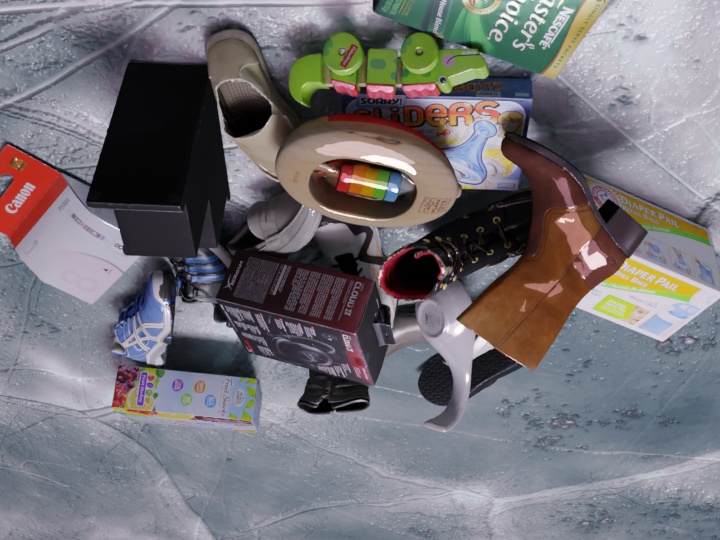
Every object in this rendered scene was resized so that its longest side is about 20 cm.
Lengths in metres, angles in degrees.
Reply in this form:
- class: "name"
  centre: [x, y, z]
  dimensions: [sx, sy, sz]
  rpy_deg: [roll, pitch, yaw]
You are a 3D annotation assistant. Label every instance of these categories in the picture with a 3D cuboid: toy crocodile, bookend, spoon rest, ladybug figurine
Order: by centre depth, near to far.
- class: "toy crocodile"
  centre: [0.027, -0.195, 0.945]
  dimensions: [0.198, 0.063, 0.067]
  rpy_deg: [2, 177, 9]
- class: "ladybug figurine"
  centre: [0.010, -0.109, 1.007]
  dimensions: [0.198, 0.072, 0.136]
  rpy_deg: [13, 141, -10]
- class: "bookend"
  centre: [-0.204, -0.078, 1.019]
  dimensions: [0.091, 0.200, 0.201]
  rpy_deg: [2, 142, 2]
- class: "spoon rest"
  centre: [0.112, 0.104, 1.252]
  dimensions: [0.060, 0.202, 0.099]
  rpy_deg: [-8, -168, -41]

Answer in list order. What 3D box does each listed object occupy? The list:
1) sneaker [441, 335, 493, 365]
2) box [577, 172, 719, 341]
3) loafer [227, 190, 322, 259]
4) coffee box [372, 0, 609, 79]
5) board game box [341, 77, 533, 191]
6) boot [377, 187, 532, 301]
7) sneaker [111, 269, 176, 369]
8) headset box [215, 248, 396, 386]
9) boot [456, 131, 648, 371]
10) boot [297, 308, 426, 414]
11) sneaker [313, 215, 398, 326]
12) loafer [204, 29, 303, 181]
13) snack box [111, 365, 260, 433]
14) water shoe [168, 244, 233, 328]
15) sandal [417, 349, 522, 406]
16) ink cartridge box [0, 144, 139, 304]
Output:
- class: "sneaker"
  centre: [0.190, 0.079, 1.275]
  dimensions: [0.084, 0.073, 0.200]
  rpy_deg: [27, 134, -22]
- class: "box"
  centre: [0.308, -0.014, 1.131]
  dimensions: [0.198, 0.102, 0.113]
  rpy_deg: [20, 138, -18]
- class: "loafer"
  centre: [-0.099, -0.055, 1.129]
  dimensions: [0.069, 0.071, 0.200]
  rpy_deg: [19, 146, -21]
- class: "coffee box"
  centre: [0.125, -0.263, 0.891]
  dimensions: [0.198, 0.044, 0.123]
  rpy_deg: [17, 139, -16]
- class: "board game box"
  centre: [0.079, -0.148, 1.040]
  dimensions: [0.198, 0.035, 0.136]
  rpy_deg: [1, 141, 3]
- class: "boot"
  centre: [0.124, -0.028, 1.076]
  dimensions: [0.199, 0.150, 0.074]
  rpy_deg: [-15, 99, 43]
- class: "sneaker"
  centre: [-0.292, 0.071, 1.301]
  dimensions: [0.076, 0.076, 0.201]
  rpy_deg: [9, 139, -14]
- class: "headset box"
  centre: [-0.055, 0.060, 1.156]
  dimensions: [0.198, 0.078, 0.149]
  rpy_deg: [12, 153, 17]
- class: "boot"
  centre: [0.171, -0.021, 1.015]
  dimensions: [0.188, 0.069, 0.200]
  rpy_deg: [38, 101, -13]
- class: "boot"
  centre: [0.012, 0.133, 1.308]
  dimensions: [0.198, 0.132, 0.068]
  rpy_deg: [-14, 138, 20]
- class: "sneaker"
  centre: [0.000, 0.000, 1.192]
  dimensions: [0.073, 0.081, 0.200]
  rpy_deg: [-15, 135, 24]
- class: "loafer"
  centre: [-0.112, -0.158, 1.017]
  dimensions: [0.075, 0.069, 0.201]
  rpy_deg: [-12, 138, 18]
- class: "snack box"
  centre: [-0.247, 0.191, 1.408]
  dimensions: [0.198, 0.068, 0.169]
  rpy_deg: [7, 165, -2]
- class: "water shoe"
  centre: [-0.203, 0.001, 1.193]
  dimensions: [0.071, 0.079, 0.200]
  rpy_deg: [14, 157, 48]
- class: "sandal"
  centre: [0.168, 0.141, 1.358]
  dimensions: [0.199, 0.076, 0.048]
  rpy_deg: [-28, 149, 33]
- class: "ink cartridge box"
  centre: [-0.378, -0.050, 1.187]
  dimensions: [0.199, 0.058, 0.162]
  rpy_deg: [25, 136, -31]
